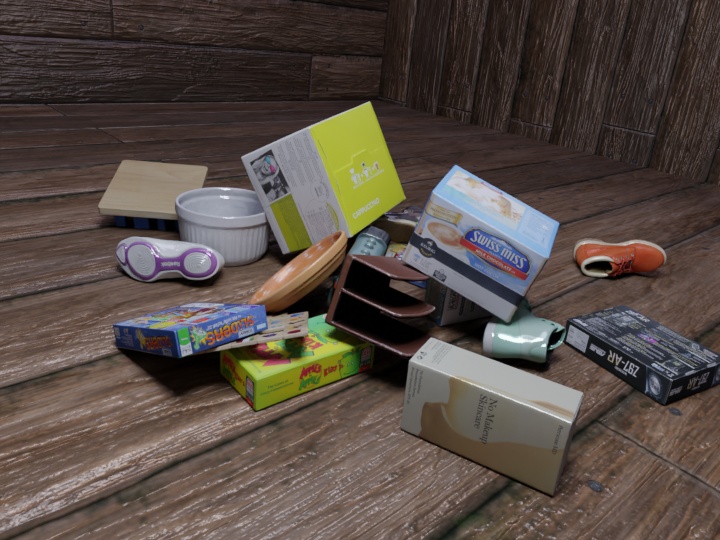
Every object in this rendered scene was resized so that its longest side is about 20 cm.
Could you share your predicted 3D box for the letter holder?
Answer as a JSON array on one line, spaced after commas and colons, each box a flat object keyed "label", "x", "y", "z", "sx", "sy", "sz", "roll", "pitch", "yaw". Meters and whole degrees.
[{"label": "letter holder", "x": 0.059, "y": 0.050, "z": 0.892, "sx": 0.139, "sy": 0.103, "sz": 0.199, "roll": 23, "pitch": 8, "yaw": 20}]

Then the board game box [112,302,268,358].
[{"label": "board game box", "x": -0.236, "y": 0.077, "z": 0.824, "sx": 0.133, "sy": 0.035, "sz": 0.197, "roll": -16, "pitch": 9, "yaw": -42}]

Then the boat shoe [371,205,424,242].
[{"label": "boat shoe", "x": 0.110, "y": -0.102, "z": 1.269, "sx": 0.195, "sy": 0.072, "sz": 0.066, "roll": 2, "pitch": 62, "yaw": -21}]

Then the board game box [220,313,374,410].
[{"label": "board game box", "x": -0.085, "y": 0.120, "z": 0.840, "sx": 0.197, "sy": 0.049, "sz": 0.101, "roll": -13, "pitch": 30, "yaw": -38}]

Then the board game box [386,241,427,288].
[{"label": "board game box", "x": 0.131, "y": -0.026, "z": 1.261, "sx": 0.133, "sy": 0.036, "sz": 0.198, "roll": 21, "pitch": 27, "yaw": 31}]

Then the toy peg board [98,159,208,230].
[{"label": "toy peg board", "x": -0.452, "y": -0.148, "z": 1.344, "sx": 0.194, "sy": 0.100, "sz": 0.202, "roll": 3, "pitch": 39, "yaw": -6}]

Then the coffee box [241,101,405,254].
[{"label": "coffee box", "x": -0.065, "y": -0.174, "z": 1.145, "sx": 0.195, "sy": 0.204, "sz": 0.199, "roll": -11, "pitch": 18, "yaw": 41}]

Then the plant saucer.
[{"label": "plant saucer", "x": -0.097, "y": 0.008, "z": 0.992, "sx": 0.198, "sy": 0.038, "sz": 0.201, "roll": -35, "pitch": 12, "yaw": 8}]

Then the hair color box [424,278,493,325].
[{"label": "hair color box", "x": 0.210, "y": 0.027, "z": 1.069, "sx": 0.195, "sy": 0.103, "sz": 0.060, "roll": -7, "pitch": 27, "yaw": -30}]

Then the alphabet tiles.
[{"label": "alphabet tiles", "x": -0.154, "y": 0.084, "z": 0.849, "sx": 0.162, "sy": 0.008, "sz": 0.200, "roll": -10, "pitch": 5, "yaw": -4}]

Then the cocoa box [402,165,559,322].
[{"label": "cocoa box", "x": 0.189, "y": -0.047, "z": 0.943, "sx": 0.197, "sy": 0.133, "sz": 0.134, "roll": 31, "pitch": 36, "yaw": 9}]

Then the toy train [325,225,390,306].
[{"label": "toy train", "x": 0.000, "y": 0.000, "z": 1.044, "sx": 0.083, "sy": 0.116, "sz": 0.200, "roll": 21, "pitch": 24, "yaw": 5}]

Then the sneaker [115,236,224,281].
[{"label": "sneaker", "x": -0.341, "y": -0.016, "z": 1.088, "sx": 0.194, "sy": 0.077, "sz": 0.100, "roll": 8, "pitch": 4, "yaw": 3}]

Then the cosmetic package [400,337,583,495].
[{"label": "cosmetic package", "x": 0.152, "y": 0.169, "z": 0.718, "sx": 0.196, "sy": 0.108, "sz": 0.071, "roll": 16, "pitch": 26, "yaw": 26}]

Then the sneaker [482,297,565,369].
[{"label": "sneaker", "x": 0.277, "y": 0.086, "z": 0.980, "sx": 0.115, "sy": 0.076, "sz": 0.201, "roll": 8, "pitch": 32, "yaw": 22}]

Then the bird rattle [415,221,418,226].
[{"label": "bird rattle", "x": 0.193, "y": -0.059, "z": 1.189, "sx": 0.194, "sy": 0.116, "sz": 0.163, "roll": 3, "pitch": 6, "yaw": -16}]

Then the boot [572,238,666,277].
[{"label": "boot", "x": 0.576, "y": -0.017, "z": 1.325, "sx": 0.194, "sy": 0.077, "sz": 0.108, "roll": 2, "pitch": 24, "yaw": 12}]

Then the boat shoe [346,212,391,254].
[{"label": "boat shoe", "x": -0.003, "y": -0.066, "z": 1.284, "sx": 0.196, "sy": 0.072, "sz": 0.070, "roll": -16, "pitch": -7, "yaw": -26}]

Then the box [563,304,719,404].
[{"label": "box", "x": 0.456, "y": 0.128, "z": 0.974, "sx": 0.157, "sy": 0.045, "sz": 0.199, "roll": -8, "pitch": 27, "yaw": -31}]

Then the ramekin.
[{"label": "ramekin", "x": -0.270, "y": -0.088, "z": 1.203, "sx": 0.194, "sy": 0.108, "sz": 0.201, "roll": 5, "pitch": 22, "yaw": -2}]
